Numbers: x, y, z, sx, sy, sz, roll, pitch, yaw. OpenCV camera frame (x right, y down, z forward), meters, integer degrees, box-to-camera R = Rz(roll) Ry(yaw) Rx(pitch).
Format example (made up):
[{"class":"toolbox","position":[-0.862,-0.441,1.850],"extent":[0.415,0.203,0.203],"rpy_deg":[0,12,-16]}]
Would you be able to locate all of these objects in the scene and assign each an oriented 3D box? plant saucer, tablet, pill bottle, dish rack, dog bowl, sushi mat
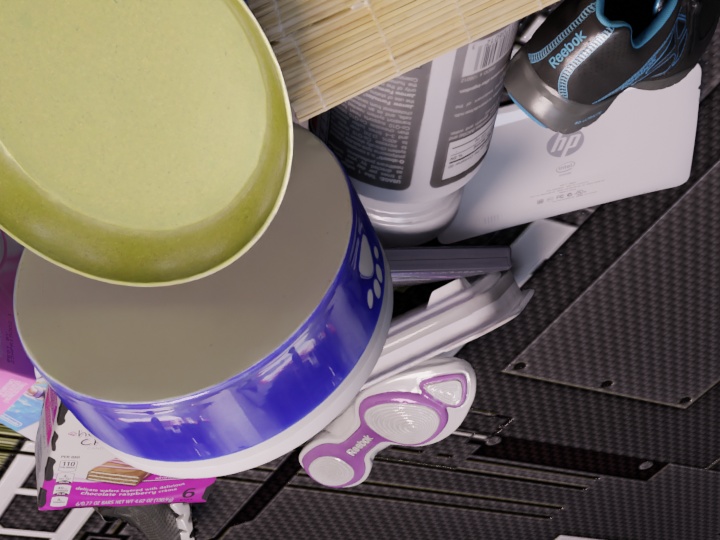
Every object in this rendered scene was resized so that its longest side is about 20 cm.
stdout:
[{"class":"plant saucer","position":[-0.123,-0.085,0.594],"extent":[0.199,0.031,0.201],"rpy_deg":[9,124,13]},{"class":"tablet","position":[0.147,-0.083,0.893],"extent":[0.199,0.014,0.130],"rpy_deg":[-15,142,-1]},{"class":"pill bottle","position":[0.027,-0.113,0.731],"extent":[0.115,0.116,0.200],"rpy_deg":[-6,141,-12]},{"class":"dish rack","position":[0.031,0.049,0.941],"extent":[0.199,0.044,0.172],"rpy_deg":[-27,180,15]},{"class":"dog bowl","position":[-0.087,0.009,0.683],"extent":[0.199,0.201,0.079],"rpy_deg":[-19,141,5]},{"class":"sushi mat","position":[0.040,-0.152,0.598],"extent":[0.199,0.012,0.096],"rpy_deg":[-26,129,-7]}]

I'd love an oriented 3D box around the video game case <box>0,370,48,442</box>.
[{"class":"video game case","position":[-0.229,0.037,0.888],"extent":[0.181,0.046,0.200],"rpy_deg":[-29,140,15]}]

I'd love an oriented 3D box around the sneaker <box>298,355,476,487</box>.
[{"class":"sneaker","position":[0.022,0.104,1.012],"extent":[0.075,0.100,0.200],"rpy_deg":[39,134,-17]}]

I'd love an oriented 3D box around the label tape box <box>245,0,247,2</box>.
[{"class":"label tape box","position":[-0.027,-0.228,0.579],"extent":[0.143,0.066,0.201],"rpy_deg":[-14,130,-3]}]

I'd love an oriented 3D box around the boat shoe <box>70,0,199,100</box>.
[{"class":"boat shoe","position":[-0.131,-0.185,0.606],"extent":[0.074,0.075,0.203],"rpy_deg":[-14,112,19]}]

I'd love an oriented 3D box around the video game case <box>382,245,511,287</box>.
[{"class":"video game case","position":[0.000,0.000,0.850],"extent":[0.142,0.019,0.200],"rpy_deg":[-1,176,-17]}]

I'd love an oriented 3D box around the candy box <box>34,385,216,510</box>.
[{"class":"candy box","position":[-0.161,0.101,0.905],"extent":[0.136,0.061,0.200],"rpy_deg":[1,140,-21]}]

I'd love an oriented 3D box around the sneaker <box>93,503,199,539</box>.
[{"class":"sneaker","position":[-0.195,0.200,1.089],"extent":[0.090,0.067,0.200],"rpy_deg":[-8,138,-4]}]

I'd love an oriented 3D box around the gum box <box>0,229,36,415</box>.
[{"class":"gum box","position":[-0.255,-0.007,0.696],"extent":[0.113,0.201,0.066],"rpy_deg":[23,128,-41]}]

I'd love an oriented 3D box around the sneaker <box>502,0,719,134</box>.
[{"class":"sneaker","position":[0.167,-0.145,0.704],"extent":[0.200,0.073,0.082],"rpy_deg":[-39,172,-40]}]
